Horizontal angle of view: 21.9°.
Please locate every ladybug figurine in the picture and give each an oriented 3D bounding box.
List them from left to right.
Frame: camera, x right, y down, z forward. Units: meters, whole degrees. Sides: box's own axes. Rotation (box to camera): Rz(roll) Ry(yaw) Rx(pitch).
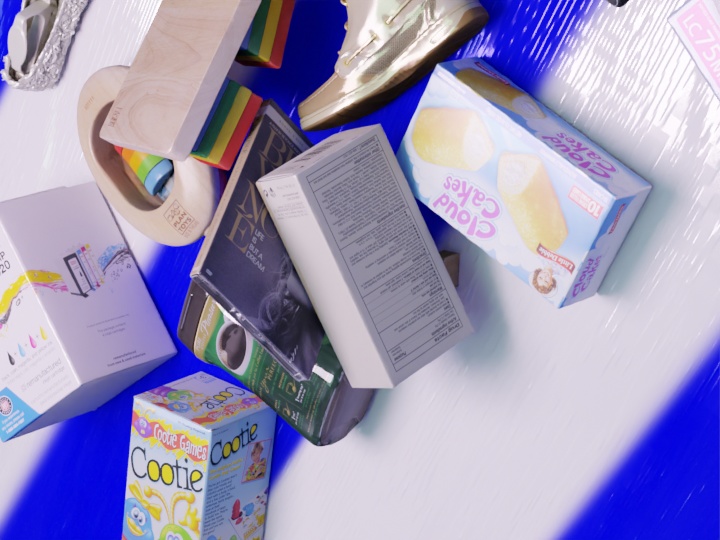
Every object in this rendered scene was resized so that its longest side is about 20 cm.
[{"bbox_3d":[-0.192,-0.111,1.785,0.201,0.072,0.136,54,126,14],"label":"ladybug figurine"}]

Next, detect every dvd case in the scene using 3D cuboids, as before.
[{"bbox_3d":[-0.064,-0.028,1.599,0.016,0.201,0.149,-16,131,38],"label":"dvd case"}]

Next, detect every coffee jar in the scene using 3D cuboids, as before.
[{"bbox_3d":[-0.080,0.069,1.738,0.199,0.085,0.105,35,123,24],"label":"coffee jar"}]

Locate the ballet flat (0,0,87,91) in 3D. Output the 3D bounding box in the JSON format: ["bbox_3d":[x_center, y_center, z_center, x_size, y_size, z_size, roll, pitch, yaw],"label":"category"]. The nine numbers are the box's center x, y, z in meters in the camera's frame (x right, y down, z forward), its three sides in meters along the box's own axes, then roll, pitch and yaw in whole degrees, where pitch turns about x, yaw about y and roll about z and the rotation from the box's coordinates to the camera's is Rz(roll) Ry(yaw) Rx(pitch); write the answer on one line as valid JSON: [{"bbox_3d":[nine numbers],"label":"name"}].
[{"bbox_3d":[-0.310,-0.263,1.842,0.071,0.072,0.201,32,118,26],"label":"ballet flat"}]

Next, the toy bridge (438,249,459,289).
[{"bbox_3d":[0.000,0.000,1.697,0.199,0.027,0.068,12,110,33],"label":"toy bridge"}]

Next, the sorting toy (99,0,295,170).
[{"bbox_3d":[-0.132,-0.187,1.651,0.200,0.069,0.200,-65,26,-4],"label":"sorting toy"}]

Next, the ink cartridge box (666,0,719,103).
[{"bbox_3d":[0.336,-0.198,1.388,0.200,0.042,0.120,-38,79,35],"label":"ink cartridge box"}]

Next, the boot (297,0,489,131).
[{"bbox_3d":[-0.003,-0.226,1.610,0.199,0.073,0.156,-34,82,31],"label":"boot"}]

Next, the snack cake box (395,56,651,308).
[{"bbox_3d":[0.130,-0.075,1.555,0.200,0.067,0.116,39,121,24],"label":"snack cake box"}]

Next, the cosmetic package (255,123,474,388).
[{"bbox_3d":[0.005,-0.011,1.585,0.073,0.103,0.201,-4,113,57],"label":"cosmetic package"}]

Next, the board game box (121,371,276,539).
[{"bbox_3d":[-0.161,0.218,1.825,0.102,0.105,0.202,20,112,32],"label":"board game box"}]

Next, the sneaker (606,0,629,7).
[{"bbox_3d":[0.161,-0.290,1.485,0.086,0.080,0.201,-45,65,48],"label":"sneaker"}]

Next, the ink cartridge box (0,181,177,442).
[{"bbox_3d":[-0.314,0.039,1.869,0.147,0.144,0.201,-34,80,38],"label":"ink cartridge box"}]
